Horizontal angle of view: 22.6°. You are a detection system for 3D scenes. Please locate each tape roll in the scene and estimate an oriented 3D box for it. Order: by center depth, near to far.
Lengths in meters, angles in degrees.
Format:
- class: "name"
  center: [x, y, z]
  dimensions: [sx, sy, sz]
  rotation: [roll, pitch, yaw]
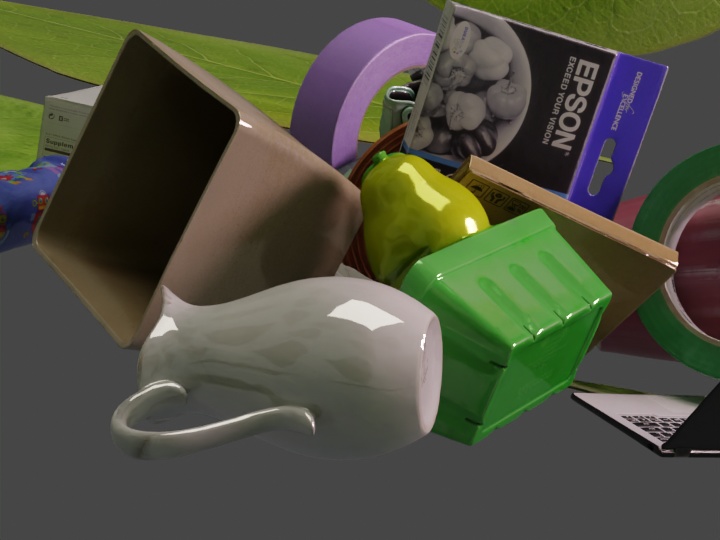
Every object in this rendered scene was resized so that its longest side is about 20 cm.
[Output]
- class: "tape roll"
  center: [0.325, -0.006, 1.500]
  dimensions: [0.199, 0.202, 0.048]
  rotation: [16, -2, 23]
- class: "tape roll"
  center: [0.026, -0.142, 1.759]
  dimensions: [0.199, 0.201, 0.065]
  rotation: [-2, 20, -45]

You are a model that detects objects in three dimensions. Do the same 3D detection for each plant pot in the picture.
- class: "plant pot"
  center: [-0.116, -0.047, 1.449]
  dimensions: [0.176, 0.201, 0.200]
  rotation: [18, 14, -40]
- class: "plant pot"
  center: [0.298, 0.003, 1.627]
  dimensions: [0.178, 0.201, 0.200]
  rotation: [-5, 12, 4]

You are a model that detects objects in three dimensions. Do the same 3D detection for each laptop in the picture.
- class: "laptop"
  center: [0.303, 0.084, 1.404]
  dimensions: [0.186, 0.117, 0.200]
  rotation: [4, 14, -29]

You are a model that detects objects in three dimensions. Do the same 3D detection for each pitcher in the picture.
- class: "pitcher"
  center: [-0.054, 0.076, 1.189]
  dimensions: [0.199, 0.122, 0.172]
  rotation: [3, 32, 12]

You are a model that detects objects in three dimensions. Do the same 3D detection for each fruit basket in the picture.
- class: "fruit basket"
  center: [0.065, 0.013, 1.365]
  dimensions: [0.214, 0.156, 0.216]
  rotation: [16, 28, -9]

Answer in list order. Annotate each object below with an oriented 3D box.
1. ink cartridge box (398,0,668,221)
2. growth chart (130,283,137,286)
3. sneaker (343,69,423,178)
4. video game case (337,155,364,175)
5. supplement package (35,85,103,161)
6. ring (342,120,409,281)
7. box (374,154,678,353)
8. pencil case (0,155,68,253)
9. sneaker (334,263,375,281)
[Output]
- class: "ink cartridge box"
  center: [0.137, -0.102, 1.491]
  dimensions: [0.199, 0.199, 0.043]
  rotation: [15, 16, -10]
- class: "growth chart"
  center: [-0.176, -0.001, 1.604]
  dimensions: [0.144, 0.018, 0.199]
  rotation: [20, 15, 39]
- class: "sneaker"
  center: [0.011, -0.098, 1.563]
  dimensions: [0.200, 0.119, 0.074]
  rotation: [-28, 37, -7]
- class: "video game case"
  center: [0.063, -0.081, 1.630]
  dimensions: [0.199, 0.019, 0.143]
  rotation: [-26, 38, -4]
- class: "supplement package"
  center: [-0.227, -0.122, 1.878]
  dimensions: [0.155, 0.112, 0.200]
  rotation: [13, 13, 11]
- class: "ring"
  center: [0.078, -0.035, 1.538]
  dimensions: [0.199, 0.202, 0.019]
  rotation: [9, 14, -9]
- class: "box"
  center: [0.134, -0.003, 1.483]
  dimensions: [0.199, 0.164, 0.021]
  rotation: [24, 48, -17]
- class: "pencil case"
  center: [-0.316, -0.057, 1.593]
  dimensions: [0.086, 0.079, 0.200]
  rotation: [13, 13, 21]
- class: "sneaker"
  center: [-0.009, 0.038, 1.498]
  dimensions: [0.082, 0.075, 0.200]
  rotation: [25, 4, -40]
